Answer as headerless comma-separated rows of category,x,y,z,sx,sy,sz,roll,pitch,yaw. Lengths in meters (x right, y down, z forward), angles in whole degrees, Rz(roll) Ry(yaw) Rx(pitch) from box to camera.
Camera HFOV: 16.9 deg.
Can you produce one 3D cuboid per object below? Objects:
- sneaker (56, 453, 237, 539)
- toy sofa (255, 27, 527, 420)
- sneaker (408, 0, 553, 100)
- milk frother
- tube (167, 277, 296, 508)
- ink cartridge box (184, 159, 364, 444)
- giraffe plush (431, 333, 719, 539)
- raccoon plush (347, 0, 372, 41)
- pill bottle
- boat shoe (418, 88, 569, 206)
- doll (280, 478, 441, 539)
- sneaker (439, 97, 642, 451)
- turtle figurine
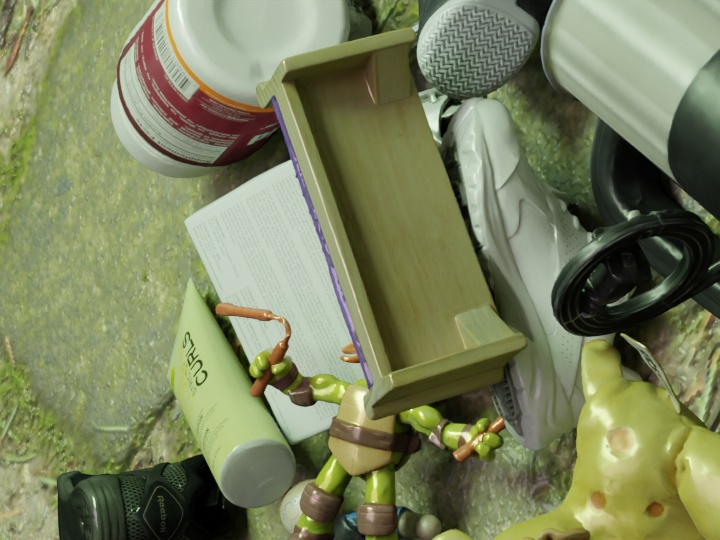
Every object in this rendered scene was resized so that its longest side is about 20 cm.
sneaker,-0.146,0.167,1.636,0.199,0.114,0.077,152,114,-71
toy sofa,0.012,-0.023,1.343,0.098,0.083,0.201,133,119,-69
sneaker,0.099,-0.193,1.429,0.200,0.075,0.114,-45,24,4
milk frother,0.153,-0.070,1.270,0.188,0.200,0.181,45,119,40
tube,-0.095,0.084,1.581,0.058,0.052,0.200,-38,33,3
ink cartridge box,0.000,0.000,1.484,0.200,0.050,0.163,-26,89,37
giraffe plush,0.131,0.150,1.225,0.162,0.200,0.173,-46,27,-4
raccoon plush,-0.017,-0.256,1.585,0.134,0.097,0.200,-42,85,16
pill bottle,-0.090,-0.131,1.549,0.200,0.114,0.115,144,124,-66
boat shoe,0.052,-0.080,1.464,0.202,0.074,0.086,41,112,38
doll,0.013,0.201,1.473,0.200,0.048,0.137,53,127,36
sneaker,0.105,-0.005,1.377,0.078,0.099,0.201,179,76,-74
turtle figurine,-0.006,0.101,1.443,0.199,0.064,0.162,15,91,15
